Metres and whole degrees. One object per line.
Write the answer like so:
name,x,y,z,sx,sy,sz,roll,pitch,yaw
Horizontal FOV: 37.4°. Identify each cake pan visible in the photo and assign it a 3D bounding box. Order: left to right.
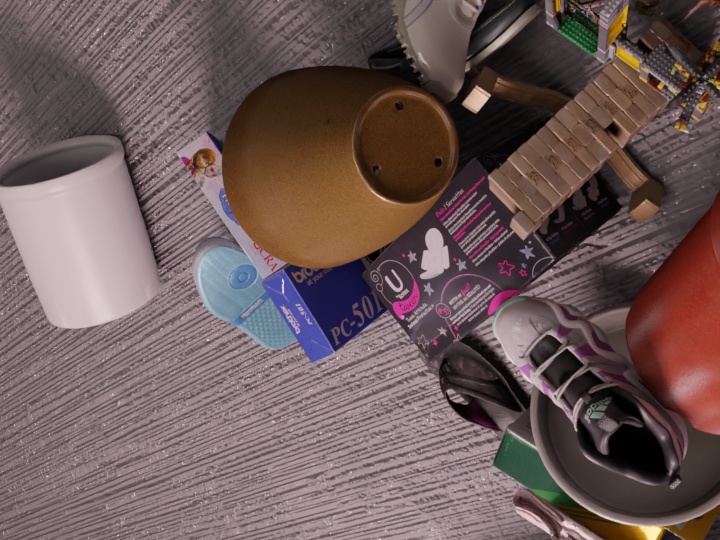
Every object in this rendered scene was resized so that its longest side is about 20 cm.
cake pan,0.254,0.129,0.959,0.200,0.201,0.037,31,172,22

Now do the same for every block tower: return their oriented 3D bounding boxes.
block tower,0.186,-0.114,0.853,0.200,0.054,0.058,-44,81,2

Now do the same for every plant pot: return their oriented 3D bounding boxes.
plant pot,-0.002,-0.094,0.907,0.187,0.186,0.200,65,160,-11
plant pot,0.318,0.023,0.826,0.201,0.201,0.195,46,144,8

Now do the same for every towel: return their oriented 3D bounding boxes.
towel,0.251,0.287,1.039,0.199,0.032,0.191,33,176,-1

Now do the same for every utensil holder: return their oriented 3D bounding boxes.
utensil holder,-0.358,-0.051,1.369,0.169,0.170,0.201,7,122,38

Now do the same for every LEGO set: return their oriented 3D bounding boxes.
LEGO set,0.226,-0.206,0.768,0.154,0.116,0.200,-43,76,3

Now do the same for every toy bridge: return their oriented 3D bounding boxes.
toy bridge,0.178,-0.121,0.926,0.199,0.067,0.027,33,137,-8

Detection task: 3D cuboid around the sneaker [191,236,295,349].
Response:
sneaker,-0.148,0.001,1.225,0.131,0.079,0.200,54,180,40

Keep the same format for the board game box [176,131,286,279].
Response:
board game box,-0.112,-0.049,1.157,0.201,0.041,0.200,56,-179,-2

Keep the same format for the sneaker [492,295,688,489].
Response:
sneaker,0.187,0.099,0.864,0.200,0.140,0.078,38,104,7

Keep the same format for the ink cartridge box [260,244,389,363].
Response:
ink cartridge box,0.000,0.000,1.064,0.044,0.200,0.094,-27,97,48

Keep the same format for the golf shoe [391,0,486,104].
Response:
golf shoe,0.080,-0.242,0.891,0.097,0.078,0.201,-11,75,31

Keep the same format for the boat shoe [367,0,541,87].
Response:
boat shoe,0.077,-0.206,0.966,0.200,0.073,0.062,-23,103,51

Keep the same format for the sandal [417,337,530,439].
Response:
sandal,0.137,0.143,1.145,0.200,0.048,0.075,43,135,11

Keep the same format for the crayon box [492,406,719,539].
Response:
crayon box,0.244,0.196,1.027,0.199,0.126,0.052,31,123,23

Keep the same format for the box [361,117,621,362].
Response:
box,0.118,-0.028,0.996,0.115,0.132,0.200,52,136,7
